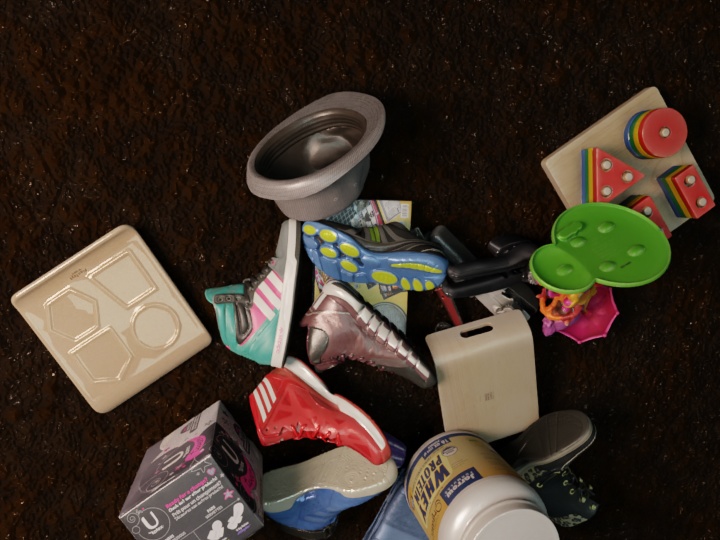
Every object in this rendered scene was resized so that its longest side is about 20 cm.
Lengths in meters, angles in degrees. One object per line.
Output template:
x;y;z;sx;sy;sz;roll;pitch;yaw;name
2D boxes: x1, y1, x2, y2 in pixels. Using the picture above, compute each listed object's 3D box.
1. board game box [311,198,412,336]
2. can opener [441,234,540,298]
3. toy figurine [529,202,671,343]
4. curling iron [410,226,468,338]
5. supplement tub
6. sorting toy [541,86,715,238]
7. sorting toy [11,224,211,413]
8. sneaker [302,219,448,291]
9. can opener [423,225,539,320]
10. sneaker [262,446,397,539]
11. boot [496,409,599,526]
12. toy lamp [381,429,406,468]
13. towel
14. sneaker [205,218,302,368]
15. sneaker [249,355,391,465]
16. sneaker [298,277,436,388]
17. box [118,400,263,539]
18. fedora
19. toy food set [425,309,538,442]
0.000;0.000;0.918;0.134;0.035;0.202;1;97;-9;board game box
0.182;0.003;0.888;0.199;0.078;0.064;-20;122;-39;can opener
0.301;0.034;0.899;0.199;0.150;0.185;-26;142;-22;toy figurine
0.108;0.032;0.926;0.049;0.026;0.201;-20;110;-2;curling iron
0.151;0.310;0.846;0.143;0.200;0.146;-3;102;-15;supplement tub
0.400;-0.129;0.943;0.199;0.070;0.199;-34;101;-3;sorting toy
-0.329;0.066;0.881;0.185;0.036;0.201;-33;105;-3;sorting toy
0.018;-0.026;0.868;0.198;0.083;0.071;12;123;5;sneaker
0.170;0.008;0.943;0.200;0.053;0.067;40;56;-13;can opener
-0.036;0.312;0.909;0.199;0.077;0.112;-17;130;7;sneaker
0.296;0.290;0.949;0.153;0.074;0.204;33;128;-14;boot
-0.031;0.237;0.933;0.199;0.058;0.059;18;94;-9;toy lamp
0.063;0.400;0.970;0.111;0.049;0.201;28;91;-15;towel
-0.144;0.022;0.879;0.120;0.084;0.202;8;81;-2;sneaker
-0.065;0.213;0.861;0.199;0.079;0.115;34;58;23;sneaker
0.000;0.113;0.885;0.200;0.076;0.116;43;95;-1;sneaker
-0.205;0.271;0.837;0.132;0.200;0.115;-35;102;-3;box
-0.048;-0.136;0.849;0.200;0.176;0.091;-48;137;-25;fedora
0.175;0.165;0.945;0.143;0.060;0.201;-15;116;-7;toy food set
